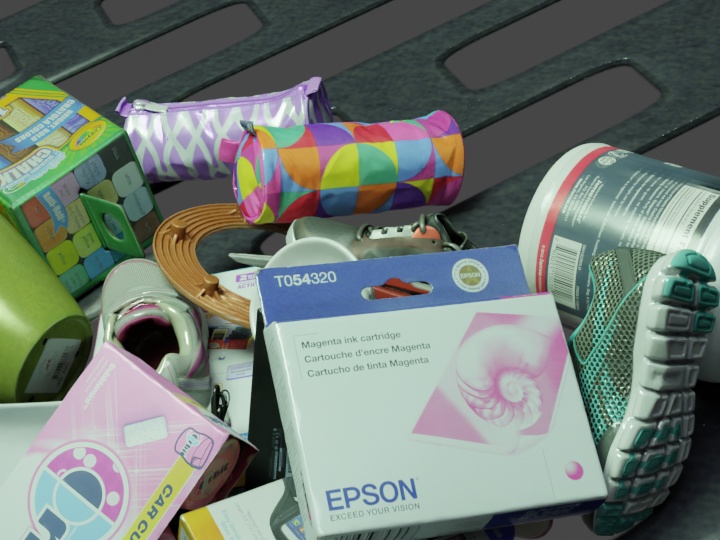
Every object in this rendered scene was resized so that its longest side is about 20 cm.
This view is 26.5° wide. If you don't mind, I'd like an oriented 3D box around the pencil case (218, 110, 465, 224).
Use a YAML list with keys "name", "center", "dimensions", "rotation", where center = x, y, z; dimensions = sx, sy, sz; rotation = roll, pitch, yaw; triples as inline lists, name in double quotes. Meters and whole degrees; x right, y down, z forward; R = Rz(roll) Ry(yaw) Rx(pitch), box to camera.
- name: "pencil case"
  center: [-0.012, -0.088, 1.274]
  dimensions: [0.198, 0.089, 0.089]
  rotation: [-4, 37, -23]

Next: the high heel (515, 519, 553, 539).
- name: "high heel"
  center: [0.072, 0.121, 1.106]
  dimensions: [0.199, 0.096, 0.068]
  rotation: [36, 97, 26]

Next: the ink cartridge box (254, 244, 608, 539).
- name: "ink cartridge box"
  center: [0.043, 0.071, 0.990]
  dimensions: [0.195, 0.043, 0.202]
  rotation: [-6, 65, -17]

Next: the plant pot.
- name: "plant pot"
  center: [-0.322, 0.031, 1.248]
  dimensions: [0.199, 0.188, 0.187]
  rotation: [27, 57, 21]

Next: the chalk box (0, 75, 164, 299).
- name: "chalk box"
  center: [-0.263, -0.064, 1.349]
  dimensions: [0.124, 0.125, 0.200]
  rotation: [-37, 44, -21]

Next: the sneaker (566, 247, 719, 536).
- name: "sneaker"
  center: [0.176, 0.076, 1.030]
  dimensions: [0.077, 0.202, 0.091]
  rotation: [7, 10, -42]

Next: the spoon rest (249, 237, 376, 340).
- name: "spoon rest"
  center: [0.000, 0.052, 1.065]
  dimensions: [0.199, 0.061, 0.100]
  rotation: [35, 97, 25]

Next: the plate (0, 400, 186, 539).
- name: "plate"
  center: [-0.210, 0.192, 1.074]
  dimensions: [0.198, 0.032, 0.202]
  rotation: [-5, 74, 13]

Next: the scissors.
- name: "scissors"
  center: [0.000, 0.000, 1.159]
  dimensions: [0.199, 0.074, 0.014]
  rotation: [25, 16, 8]

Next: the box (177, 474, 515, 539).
- name: "box"
  center: [-0.002, 0.178, 0.969]
  dimensions: [0.199, 0.042, 0.119]
  rotation: [-15, 51, -27]

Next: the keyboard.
- name: "keyboard"
  center: [-0.063, 0.127, 1.067]
  dimensions: [0.126, 0.021, 0.202]
  rotation: [0, 83, 35]

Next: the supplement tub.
- name: "supplement tub"
  center: [0.227, -0.003, 1.104]
  dimensions: [0.199, 0.141, 0.140]
  rotation: [21, 54, 35]

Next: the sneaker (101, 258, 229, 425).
- name: "sneaker"
  center: [-0.155, 0.047, 1.158]
  dimensions: [0.081, 0.089, 0.200]
  rotation: [-24, 42, -7]

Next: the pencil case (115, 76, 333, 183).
- name: "pencil case"
  center: [-0.123, -0.129, 1.401]
  dimensions: [0.198, 0.086, 0.084]
  rotation: [-5, 33, 13]

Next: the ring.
- name: "ring"
  center: [-0.068, -0.007, 1.226]
  dimensions: [0.199, 0.019, 0.201]
  rotation: [13, 28, -7]

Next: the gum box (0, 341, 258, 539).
- name: "gum box"
  center: [-0.176, 0.165, 1.019]
  dimensions: [0.113, 0.066, 0.201]
  rotation: [34, 86, 21]

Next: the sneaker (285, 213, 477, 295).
- name: "sneaker"
  center: [0.039, -0.016, 1.192]
  dimensions: [0.198, 0.083, 0.077]
  rotation: [20, 28, 12]

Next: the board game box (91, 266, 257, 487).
- name: "board game box"
  center: [-0.139, 0.087, 1.208]
  dimensions: [0.152, 0.041, 0.201]
  rotation: [-9, 42, 9]
